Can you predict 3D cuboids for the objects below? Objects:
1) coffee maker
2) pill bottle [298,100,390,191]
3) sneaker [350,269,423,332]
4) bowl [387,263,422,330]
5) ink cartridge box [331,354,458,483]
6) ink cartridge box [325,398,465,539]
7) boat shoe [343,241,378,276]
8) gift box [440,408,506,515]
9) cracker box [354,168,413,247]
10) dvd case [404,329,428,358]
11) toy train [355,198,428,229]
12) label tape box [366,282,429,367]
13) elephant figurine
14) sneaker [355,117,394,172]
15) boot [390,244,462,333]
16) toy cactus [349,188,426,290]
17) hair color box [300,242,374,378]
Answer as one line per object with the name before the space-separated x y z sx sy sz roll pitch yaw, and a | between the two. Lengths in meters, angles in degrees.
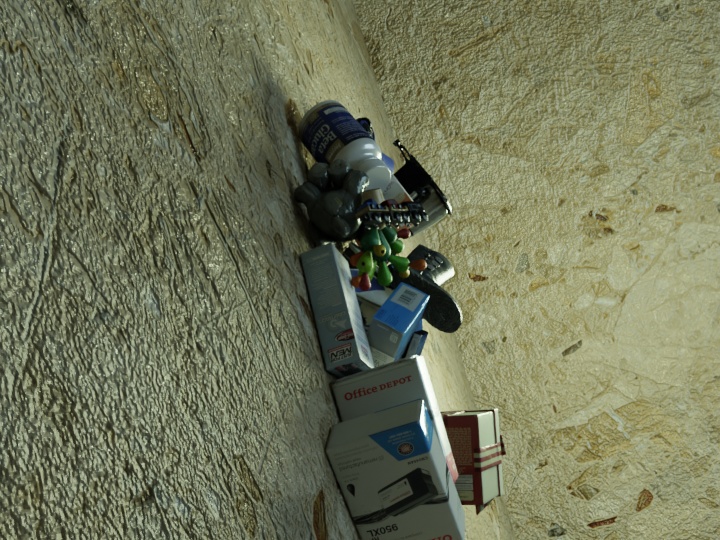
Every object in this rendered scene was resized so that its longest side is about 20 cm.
coffee maker | 0.063 -0.131 1.842 0.193 0.199 0.135 54 0 43
pill bottle | -0.027 -0.227 1.703 0.200 0.111 0.111 52 -2 33
sneaker | 0.023 0.080 1.669 0.198 0.115 0.081 22 36 -37
bowl | 0.085 0.079 1.833 0.201 0.039 0.204 175 -90 -80
ink cartridge box | 0.054 0.247 1.376 0.085 0.144 0.203 10 63 -77
ink cartridge box | 0.054 0.306 1.271 0.084 0.143 0.202 -68 138 -73
boat shoe | 0.000 0.000 1.755 0.072 0.060 0.201 49 1 20
gift box | 0.166 0.362 1.666 0.186 0.182 0.203 12 79 -68
cracker box | 0.018 -0.139 1.740 0.058 0.134 0.201 43 10 -49
dvd case | 0.078 0.205 1.608 0.143 0.017 0.202 12 97 -81
toy train | 0.052 -0.095 1.450 0.199 0.034 0.046 -7 71 -58
label tape box | 0.043 0.141 1.554 0.143 0.066 0.202 -48 162 -56
elephant figurine | -0.030 -0.092 1.585 0.156 0.140 0.201 -57 155 -23
sneaker | 0.007 -0.252 1.859 0.198 0.115 0.081 18 54 -35
boot | 0.145 0.031 1.704 0.165 0.066 0.200 44 18 4
toy cactus | 0.037 -0.054 1.494 0.199 0.101 0.167 -24 108 -57
hair color box | -0.037 0.069 1.443 0.099 0.060 0.202 49 24 -66
